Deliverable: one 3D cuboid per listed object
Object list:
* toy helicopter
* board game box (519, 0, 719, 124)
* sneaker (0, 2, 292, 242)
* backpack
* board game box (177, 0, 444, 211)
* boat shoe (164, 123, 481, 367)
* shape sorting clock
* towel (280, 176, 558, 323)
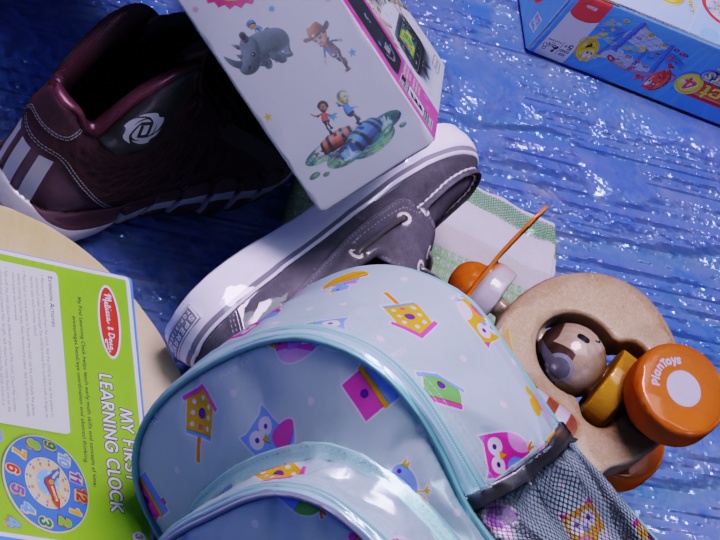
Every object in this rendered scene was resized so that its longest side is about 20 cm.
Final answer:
[{"bbox_3d":[0.059,0.052,1.078,0.200,0.079,0.133,-20,75,-29],"label":"toy helicopter"},{"bbox_3d":[0.186,-0.189,1.431,0.195,0.056,0.200,18,46,-24],"label":"board game box"},{"bbox_3d":[-0.074,-0.080,1.080,0.200,0.116,0.076,-25,70,-42],"label":"sneaker"},{"bbox_3d":[0.002,0.106,0.926,0.153,0.176,0.200,-26,85,-49],"label":"backpack"},{"bbox_3d":[-0.042,-0.140,1.052,0.200,0.064,0.148,55,12,-12],"label":"board game box"},{"bbox_3d":[0.000,0.000,1.072,0.066,0.070,0.200,42,45,16],"label":"boat shoe"},{"bbox_3d":[-0.149,0.058,0.967,0.200,0.039,0.200,21,49,-26],"label":"shape sorting clock"},{"bbox_3d":[0.021,0.023,1.145,0.149,0.031,0.200,26,45,-13],"label":"towel"}]
